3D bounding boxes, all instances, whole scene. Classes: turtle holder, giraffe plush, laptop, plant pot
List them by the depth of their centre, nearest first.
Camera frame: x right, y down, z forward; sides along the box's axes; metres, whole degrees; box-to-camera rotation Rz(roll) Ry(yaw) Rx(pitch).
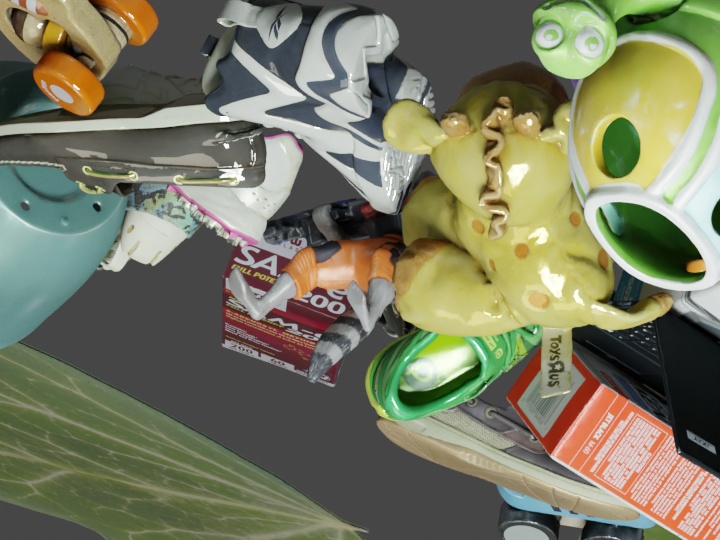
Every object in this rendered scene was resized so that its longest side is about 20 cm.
[{"bbox_3d":[0.172,-0.076,1.139,0.140,0.132,0.186,18,152,26],"label":"turtle holder"},{"bbox_3d":[0.088,-0.049,1.308,0.172,0.200,0.163,-19,127,0],"label":"giraffe plush"},{"bbox_3d":[0.210,0.100,1.393,0.177,0.104,0.200,31,162,-29],"label":"laptop"},{"bbox_3d":[-0.260,-0.059,1.586,0.200,0.202,0.161,29,146,-26],"label":"plant pot"}]

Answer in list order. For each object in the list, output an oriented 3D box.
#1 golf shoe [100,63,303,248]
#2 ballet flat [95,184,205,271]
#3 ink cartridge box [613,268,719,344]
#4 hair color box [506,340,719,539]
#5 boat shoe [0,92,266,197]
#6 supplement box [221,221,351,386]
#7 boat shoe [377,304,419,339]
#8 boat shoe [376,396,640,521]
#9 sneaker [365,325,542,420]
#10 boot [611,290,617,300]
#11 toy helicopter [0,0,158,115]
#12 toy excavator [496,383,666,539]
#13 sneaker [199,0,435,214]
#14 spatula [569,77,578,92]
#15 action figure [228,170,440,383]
[{"bbox_3d":[-0.124,-0.105,1.505,0.200,0.092,0.075,40,-179,10],"label":"golf shoe"},{"bbox_3d":[-0.176,-0.032,1.762,0.074,0.075,0.200,28,161,-22],"label":"ballet flat"},{"bbox_3d":[0.266,0.016,1.392,0.144,0.085,0.200,25,162,-12],"label":"ink cartridge box"},{"bbox_3d":[0.204,0.128,1.476,0.199,0.064,0.111,33,-172,-21],"label":"hair color box"},{"bbox_3d":[-0.155,-0.077,1.433,0.200,0.061,0.072,-3,-166,24],"label":"boat shoe"},{"bbox_3d":[-0.056,0.028,1.819,0.108,0.061,0.200,20,161,3],"label":"supplement box"},{"bbox_3d":[0.039,0.026,1.639,0.067,0.072,0.200,27,180,-5],"label":"boat shoe"},{"bbox_3d":[0.111,0.121,1.567,0.199,0.065,0.072,19,166,17],"label":"boat shoe"},{"bbox_3d":[0.093,0.040,1.492,0.074,0.200,0.084,49,-177,-12],"label":"sneaker"},{"bbox_3d":[0.162,0.055,1.641,0.199,0.066,0.165,23,151,-27],"label":"boot"},{"bbox_3d":[-0.228,-0.191,1.387,0.132,0.079,0.200,16,153,42],"label":"toy helicopter"},{"bbox_3d":[0.192,0.127,1.613,0.193,0.100,0.201,7,144,11],"label":"toy excavator"},{"bbox_3d":[-0.033,-0.110,1.370,0.129,0.080,0.199,19,168,20],"label":"sneaker"},{"bbox_3d":[0.209,-0.088,1.255,0.199,0.021,0.057,10,154,27],"label":"spatula"},{"bbox_3d":[0.000,0.000,1.513,0.199,0.105,0.193,-12,-172,43],"label":"action figure"}]
